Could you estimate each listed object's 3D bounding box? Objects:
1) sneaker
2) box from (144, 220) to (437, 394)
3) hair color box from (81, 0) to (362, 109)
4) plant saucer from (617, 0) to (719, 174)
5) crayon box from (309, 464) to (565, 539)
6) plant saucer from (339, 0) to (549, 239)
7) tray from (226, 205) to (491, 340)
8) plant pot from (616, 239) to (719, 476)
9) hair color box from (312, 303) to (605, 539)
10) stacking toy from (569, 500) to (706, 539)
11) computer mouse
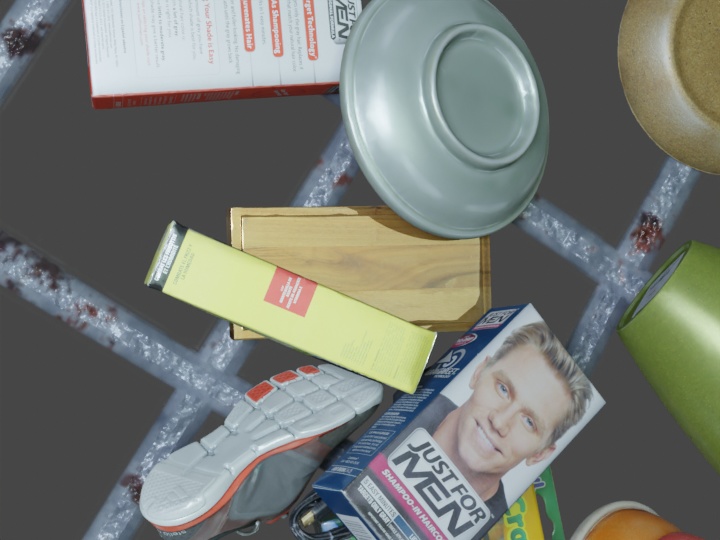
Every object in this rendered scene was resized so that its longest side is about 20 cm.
[{"bbox_3d":[-0.067,0.143,0.846,0.200,0.077,0.082,-29,127,-17],"label":"sneaker"},{"bbox_3d":[-0.051,0.027,0.800,0.200,0.075,0.050,24,85,-10],"label":"box"},{"bbox_3d":[-0.100,-0.177,0.831,0.200,0.061,0.102,-5,90,-12],"label":"hair color box"},{"bbox_3d":[0.312,-0.180,0.935,0.200,0.035,0.201,0,91,-13],"label":"plant saucer"},{"bbox_3d":[0.073,0.224,0.875,0.200,0.052,0.126,-13,93,-13],"label":"crayon box"},{"bbox_3d":[0.079,-0.124,0.839,0.200,0.050,0.200,6,80,-35],"label":"plant saucer"},{"bbox_3d":[0.000,0.000,0.867,0.200,0.037,0.099,-2,91,-13],"label":"tray"},{"bbox_3d":[0.305,0.074,0.877,0.200,0.187,0.187,39,82,5],"label":"plant pot"},{"bbox_3d":[0.074,0.124,0.817,0.200,0.061,0.100,-43,101,-22],"label":"hair color box"},{"bbox_3d":[0.255,0.248,0.826,0.146,0.200,0.146,4,83,-37],"label":"stacking toy"},{"bbox_3d":[0.026,0.132,0.842,0.059,0.034,0.200,47,61,4],"label":"computer mouse"}]
